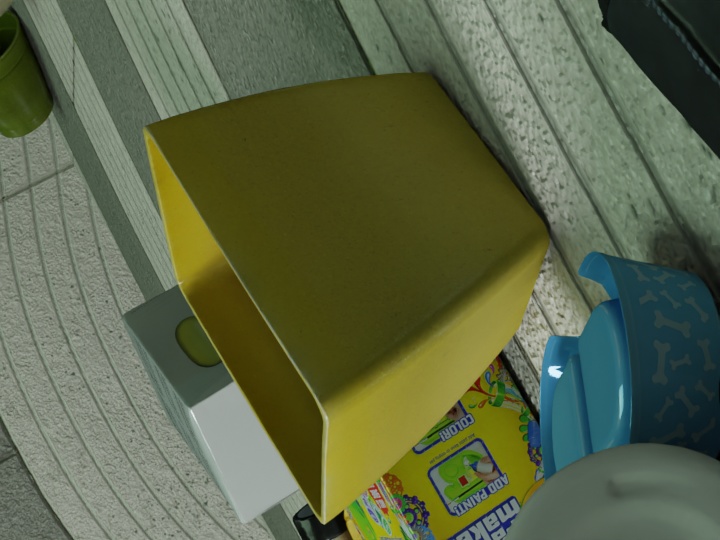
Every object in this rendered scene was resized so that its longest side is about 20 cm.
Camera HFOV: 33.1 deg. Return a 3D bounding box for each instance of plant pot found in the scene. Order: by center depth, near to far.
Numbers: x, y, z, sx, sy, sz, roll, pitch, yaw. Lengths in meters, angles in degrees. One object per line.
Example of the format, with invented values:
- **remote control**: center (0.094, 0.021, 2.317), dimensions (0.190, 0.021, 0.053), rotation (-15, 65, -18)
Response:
- **plant pot**: center (0.000, 0.000, 0.740), dimensions (0.201, 0.175, 0.201), rotation (55, 163, 22)
- **plant pot**: center (-0.714, -0.376, 2.416), dimensions (0.200, 0.199, 0.194), rotation (46, 171, 43)

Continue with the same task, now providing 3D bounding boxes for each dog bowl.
- **dog bowl**: center (0.131, 0.068, 0.604), dimensions (0.201, 0.049, 0.113), rotation (96, 172, -63)

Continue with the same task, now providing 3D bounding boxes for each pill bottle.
- **pill bottle**: center (0.130, 0.160, 0.525), dimensions (0.120, 0.119, 0.200), rotation (52, 178, 30)

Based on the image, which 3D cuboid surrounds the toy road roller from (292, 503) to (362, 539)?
- **toy road roller**: center (0.045, 0.243, 1.171), dimensions (0.198, 0.146, 0.124), rotation (-23, 97, 37)

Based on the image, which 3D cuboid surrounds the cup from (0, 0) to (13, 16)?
- **cup**: center (-0.658, -0.504, 2.058), dimensions (0.201, 0.142, 0.201), rotation (53, 162, 26)

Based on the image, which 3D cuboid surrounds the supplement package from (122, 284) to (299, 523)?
- **supplement package**: center (-0.096, 0.094, 1.176), dimensions (0.200, 0.190, 0.149), rotation (38, 153, 53)

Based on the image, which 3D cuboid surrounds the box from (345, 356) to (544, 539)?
- **box**: center (0.042, 0.126, 0.922), dimensions (0.194, 0.121, 0.200), rotation (59, 164, 5)

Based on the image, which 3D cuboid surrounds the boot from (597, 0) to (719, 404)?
- **boot**: center (0.140, -0.041, 0.416), dimensions (0.163, 0.073, 0.199), rotation (54, 156, 18)

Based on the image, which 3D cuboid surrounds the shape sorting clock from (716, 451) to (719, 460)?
- **shape sorting clock**: center (0.216, 0.133, 0.527), dimensions (0.201, 0.039, 0.201), rotation (56, 165, 24)
